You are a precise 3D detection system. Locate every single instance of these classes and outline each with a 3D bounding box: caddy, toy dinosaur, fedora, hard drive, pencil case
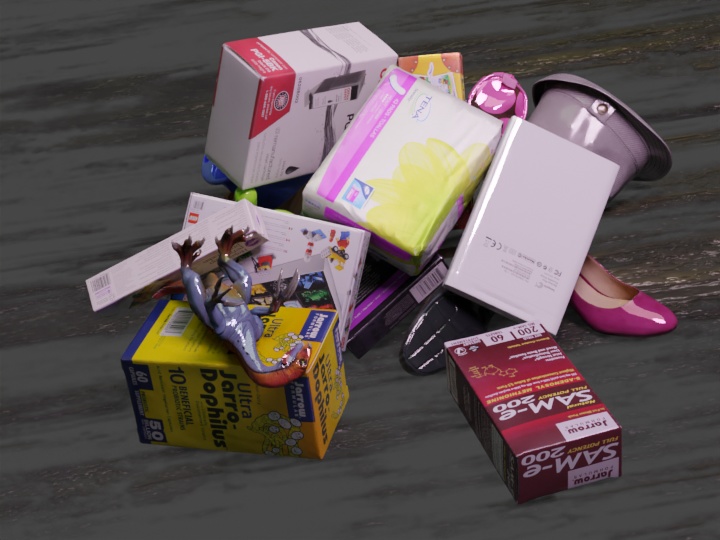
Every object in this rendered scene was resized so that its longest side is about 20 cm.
[{"bbox_3d":[-0.112,-0.171,1.709,0.200,0.105,0.141,-44,31,3],"label":"caddy"},{"bbox_3d":[-0.113,0.046,1.313,0.104,0.200,0.183,-7,64,-26],"label":"toy dinosaur"},{"bbox_3d":[0.278,-0.150,1.689,0.091,0.200,0.177,-50,2,-16],"label":"fedora"},{"bbox_3d":[0.183,-0.048,1.456,0.131,0.202,0.027,24,-13,-4],"label":"hard drive"},{"bbox_3d":[0.170,-0.200,1.757,0.090,0.094,0.200,37,-2,1],"label":"pencil case"}]

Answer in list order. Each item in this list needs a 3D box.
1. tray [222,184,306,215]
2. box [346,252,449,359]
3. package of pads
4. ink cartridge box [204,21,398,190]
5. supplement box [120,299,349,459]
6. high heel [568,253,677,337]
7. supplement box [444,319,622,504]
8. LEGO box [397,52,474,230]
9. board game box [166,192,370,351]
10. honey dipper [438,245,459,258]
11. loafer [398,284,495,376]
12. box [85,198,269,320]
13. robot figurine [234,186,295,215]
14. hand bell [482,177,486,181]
[{"bbox_3d":[-0.129,-0.081,1.767,0.097,0.037,0.201,1,32,13],"label":"tray"},{"bbox_3d":[0.000,0.000,1.546,0.143,0.036,0.200,-41,38,-3],"label":"box"},{"bbox_3d":[0.051,-0.110,1.478,0.153,0.068,0.201,29,68,11],"label":"package of pads"},{"bbox_3d":[-0.066,-0.189,1.550,0.198,0.148,0.083,-17,45,-37],"label":"ink cartridge box"},{"bbox_3d":[-0.123,0.107,1.366,0.197,0.110,0.110,2,33,16],"label":"supplement box"},{"bbox_3d":[0.252,0.007,1.471,0.198,0.097,0.067,17,37,35],"label":"high heel"},{"bbox_3d":[0.163,0.131,1.314,0.107,0.062,0.200,-13,31,-12],"label":"supplement box"},{"bbox_3d":[0.090,-0.147,1.625,0.076,0.203,0.149,-5,1,3],"label":"LEGO box"},{"bbox_3d":[-0.098,0.001,1.427,0.198,0.128,0.035,13,-1,15],"label":"board game box"},{"bbox_3d":[0.091,-0.017,1.616,0.197,0.038,0.038,-11,30,2],"label":"honey dipper"},{"bbox_3d":[0.102,0.050,1.478,0.200,0.073,0.072,-41,6,-36],"label":"loafer"},{"bbox_3d":[-0.191,-0.010,1.410,0.198,0.039,0.042,-27,66,12],"label":"box"},{"bbox_3d":[-0.127,-0.002,1.527,0.198,0.115,0.178,-10,63,31],"label":"robot figurine"},{"bbox_3d":[0.194,-0.108,1.719,0.103,0.105,0.200,-15,18,-14],"label":"hand bell"}]
